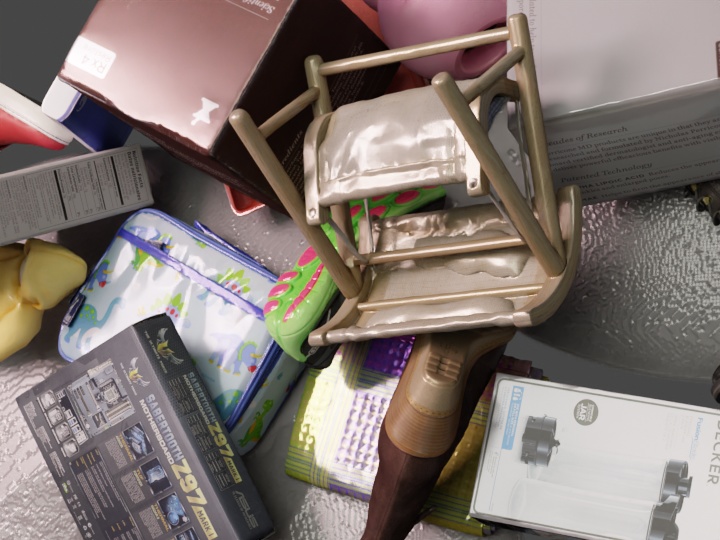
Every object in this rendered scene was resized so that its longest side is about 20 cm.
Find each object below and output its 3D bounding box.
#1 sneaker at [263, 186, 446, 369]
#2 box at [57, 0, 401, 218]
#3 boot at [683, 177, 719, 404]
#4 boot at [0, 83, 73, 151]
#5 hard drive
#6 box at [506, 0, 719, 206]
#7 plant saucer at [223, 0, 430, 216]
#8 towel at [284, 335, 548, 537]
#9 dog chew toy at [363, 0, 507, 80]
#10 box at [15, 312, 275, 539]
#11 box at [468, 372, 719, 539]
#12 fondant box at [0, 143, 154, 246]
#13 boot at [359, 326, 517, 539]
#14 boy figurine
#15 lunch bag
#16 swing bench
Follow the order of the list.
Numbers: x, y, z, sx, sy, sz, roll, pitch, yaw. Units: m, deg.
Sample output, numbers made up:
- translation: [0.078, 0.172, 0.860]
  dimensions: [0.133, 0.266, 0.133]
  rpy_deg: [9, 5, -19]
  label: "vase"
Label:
- translation: [0.000, 0.000, 1.557]
  dimensions: [0.077, 0.084, 0.200]
  rpy_deg: [15, 54, 48]
  label: "sneaker"
- translation: [-0.100, -0.163, 1.545]
  dimensions: [0.166, 0.200, 0.164]
  rpy_deg: [28, 87, 26]
  label: "box"
- translation: [0.304, -0.012, 1.453]
  dimensions: [0.200, 0.069, 0.174]
  rpy_deg: [-41, 58, 3]
  label: "boot"
- translation: [-0.357, -0.105, 1.751]
  dimensions: [0.200, 0.072, 0.144]
  rpy_deg: [20, 83, 35]
  label: "boot"
- translation: [-0.209, -0.170, 1.635]
  dimensions: [0.025, 0.200, 0.132]
  rpy_deg: [29, 87, 7]
  label: "hard drive"
- translation: [0.225, -0.176, 1.464]
  dimensions: [0.200, 0.131, 0.199]
  rpy_deg: [-11, 58, 23]
  label: "box"
- translation: [-0.043, -0.166, 1.654]
  dimensions: [0.199, 0.037, 0.200]
  rpy_deg: [-25, 67, 14]
  label: "plant saucer"
- translation: [0.042, 0.125, 1.539]
  dimensions: [0.200, 0.023, 0.144]
  rpy_deg: [12, 80, 26]
  label: "towel"
- translation: [0.048, -0.250, 1.573]
  dimensions: [0.125, 0.125, 0.200]
  rpy_deg: [-41, 64, 7]
  label: "dog chew toy"
- translation: [-0.176, 0.155, 1.545]
  dimensions: [0.158, 0.051, 0.200]
  rpy_deg: [-31, 84, 36]
  label: "box"
- translation: [0.192, 0.150, 1.433]
  dimensions: [0.200, 0.060, 0.117]
  rpy_deg: [10, 79, 18]
  label: "box"
- translation: [-0.297, -0.053, 1.614]
  dimensions: [0.144, 0.200, 0.058]
  rpy_deg: [-8, 97, 45]
  label: "fondant box"
- translation: [0.053, 0.109, 1.472]
  dimensions: [0.072, 0.200, 0.167]
  rpy_deg: [24, 120, 8]
  label: "boot"
- translation: [-0.312, 0.028, 1.652]
  dimensions: [0.200, 0.064, 0.125]
  rpy_deg: [-21, 52, 44]
  label: "boy figurine"
- translation: [-0.144, 0.047, 1.609]
  dimensions: [0.200, 0.082, 0.161]
  rpy_deg: [31, 85, 26]
  label: "lunch bag"
- translation: [0.042, -0.059, 1.396]
  dimensions: [0.199, 0.130, 0.200]
  rpy_deg: [-6, 113, 36]
  label: "swing bench"
